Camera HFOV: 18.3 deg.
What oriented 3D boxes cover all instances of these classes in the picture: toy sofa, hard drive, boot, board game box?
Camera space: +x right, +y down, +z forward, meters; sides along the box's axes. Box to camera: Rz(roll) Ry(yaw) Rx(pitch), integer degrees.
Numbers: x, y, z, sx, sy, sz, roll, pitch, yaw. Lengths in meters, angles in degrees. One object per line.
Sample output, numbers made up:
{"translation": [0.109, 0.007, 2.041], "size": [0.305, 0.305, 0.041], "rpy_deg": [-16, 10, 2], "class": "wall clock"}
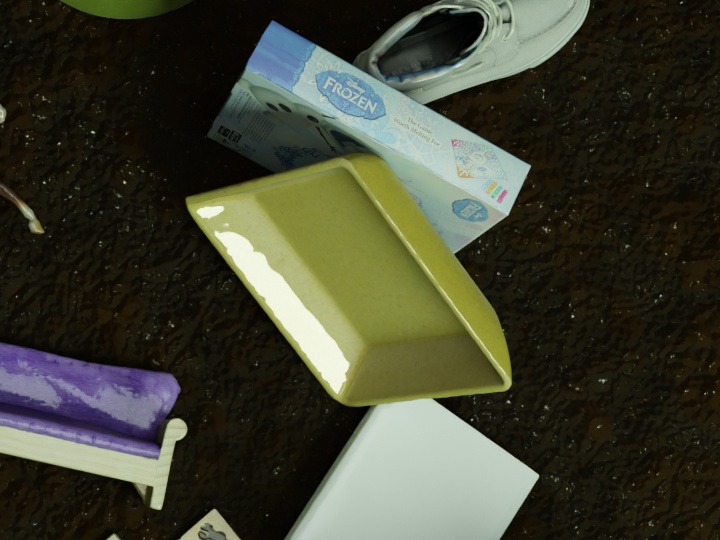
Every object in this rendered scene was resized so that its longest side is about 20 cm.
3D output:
{"translation": [-0.223, 0.099, 1.561], "size": [0.199, 0.083, 0.098], "rpy_deg": [13, 84, -8], "class": "toy sofa"}
{"translation": [0.022, 0.195, 1.615], "size": [0.132, 0.025, 0.200], "rpy_deg": [35, 81, -10], "class": "hard drive"}
{"translation": [0.088, -0.172, 1.630], "size": [0.199, 0.096, 0.074], "rpy_deg": [-29, 90, -11], "class": "boot"}
{"translation": [0.001, -0.084, 1.554], "size": [0.198, 0.200, 0.044], "rpy_deg": [30, 76, -6], "class": "board game box"}

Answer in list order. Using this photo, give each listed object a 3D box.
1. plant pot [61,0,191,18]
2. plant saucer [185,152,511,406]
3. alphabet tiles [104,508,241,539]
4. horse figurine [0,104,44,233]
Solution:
{"translation": [-0.159, -0.286, 1.548], "size": [0.186, 0.200, 0.188], "rpy_deg": [1, 85, -9], "class": "plant pot"}
{"translation": [0.000, 0.000, 1.538], "size": [0.048, 0.200, 0.200], "rpy_deg": [-48, 112, -30], "class": "plant saucer"}
{"translation": [-0.148, 0.272, 1.596], "size": [0.200, 0.008, 0.167], "rpy_deg": [-40, 92, -11], "class": "alphabet tiles"}
{"translation": [-0.320, -0.046, 1.576], "size": [0.199, 0.050, 0.133], "rpy_deg": [-30, 91, -11], "class": "horse figurine"}
